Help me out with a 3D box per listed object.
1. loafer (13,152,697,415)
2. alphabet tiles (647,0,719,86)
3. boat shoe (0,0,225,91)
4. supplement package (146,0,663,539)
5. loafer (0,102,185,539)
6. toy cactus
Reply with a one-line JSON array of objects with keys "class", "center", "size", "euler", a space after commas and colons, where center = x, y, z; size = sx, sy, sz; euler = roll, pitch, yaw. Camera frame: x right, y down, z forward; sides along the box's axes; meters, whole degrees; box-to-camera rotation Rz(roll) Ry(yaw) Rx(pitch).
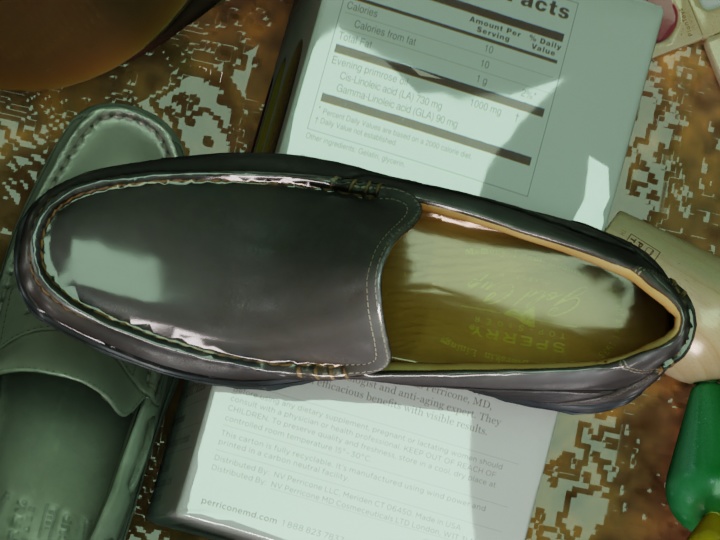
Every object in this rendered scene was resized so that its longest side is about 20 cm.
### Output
[{"class": "loafer", "center": [0.000, 0.000, 0.681], "size": [0.199, 0.072, 0.073], "euler": [4, 84, -8]}, {"class": "alphabet tiles", "center": [0.167, -0.155, 0.875], "size": [0.200, 0.006, 0.167], "euler": [-22, 89, -11]}, {"class": "boat shoe", "center": [-0.056, -0.118, 0.765], "size": [0.071, 0.200, 0.070], "euler": [62, 36, -7]}, {"class": "supplement package", "center": [0.012, 0.000, 0.779], "size": [0.109, 0.114, 0.201], "euler": [17, 80, -8]}, {"class": "loafer", "center": [-0.093, 0.036, 0.772], "size": [0.070, 0.070, 0.201], "euler": [9, 74, -4]}, {"class": "toy cactus", "center": [0.148, 0.040, 0.818], "size": [0.165, 0.102, 0.200], "euler": [35, 88, 5]}]
